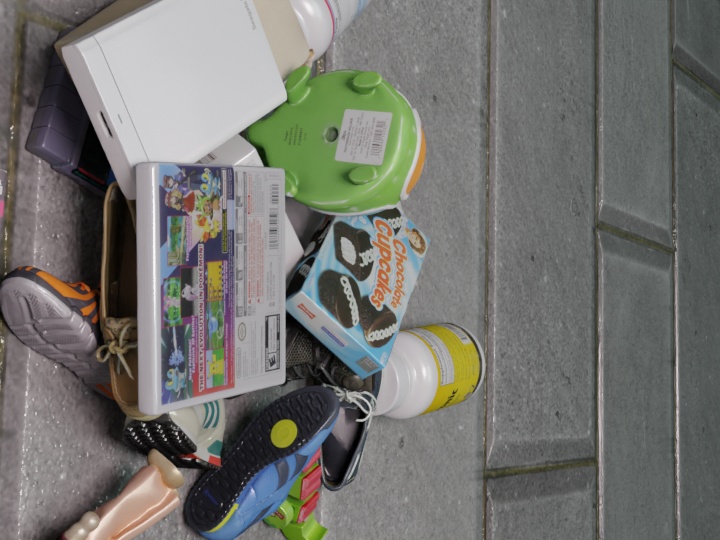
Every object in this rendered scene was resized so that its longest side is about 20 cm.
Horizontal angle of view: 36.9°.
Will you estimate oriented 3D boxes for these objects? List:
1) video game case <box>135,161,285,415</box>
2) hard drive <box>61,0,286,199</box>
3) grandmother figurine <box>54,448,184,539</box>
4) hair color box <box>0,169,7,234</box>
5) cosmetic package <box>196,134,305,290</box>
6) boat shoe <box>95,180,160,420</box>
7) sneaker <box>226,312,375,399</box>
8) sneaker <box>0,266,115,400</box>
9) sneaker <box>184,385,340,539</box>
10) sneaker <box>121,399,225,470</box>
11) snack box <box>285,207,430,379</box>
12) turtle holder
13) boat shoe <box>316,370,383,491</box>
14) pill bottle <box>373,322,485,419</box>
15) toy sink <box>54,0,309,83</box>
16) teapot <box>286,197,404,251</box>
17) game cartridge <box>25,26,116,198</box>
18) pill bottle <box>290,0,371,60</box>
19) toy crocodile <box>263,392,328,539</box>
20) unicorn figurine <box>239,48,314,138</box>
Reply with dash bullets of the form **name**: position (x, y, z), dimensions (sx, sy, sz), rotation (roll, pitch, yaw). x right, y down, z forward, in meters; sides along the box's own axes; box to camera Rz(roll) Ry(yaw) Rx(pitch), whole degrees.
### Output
- **video game case**: position (-0.124, 0.010, 0.925), dimensions (0.182, 0.023, 0.201), rotation (-6, 97, -59)
- **hard drive**: position (-0.149, -0.164, 0.916), dimensions (0.200, 0.027, 0.132), rotation (-44, 123, -43)
- **grandmother figurine**: position (-0.239, 0.239, 0.930), dimensions (0.200, 0.060, 0.121), rotation (-42, 159, -31)
- **hair color box**: position (-0.338, 0.011, 0.833), dimensions (0.100, 0.060, 0.201), rotation (15, 76, -54)
- **cosmetic package**: position (-0.129, -0.034, 1.059), dimensions (0.113, 0.081, 0.200), rotation (-35, 137, -15)
- **boat shoe**: position (-0.193, 0.025, 0.909), dimensions (0.063, 0.073, 0.201), rotation (16, 68, -62)
- **sneaker**: position (-0.057, 0.095, 1.123), dimensions (0.114, 0.199, 0.076), rotation (58, -7, 27)
- **sneaker**: position (-0.242, 0.029, 0.973), dimensions (0.200, 0.077, 0.112), rotation (58, 39, -51)
- **sneaker**: position (-0.091, 0.200, 1.114), dimensions (0.200, 0.066, 0.078), rotation (-46, 142, 1)
- **sneaker**: position (-0.171, 0.129, 1.022), dimensions (0.200, 0.070, 0.094), rotation (74, 20, -69)
- **snack box**: position (0.000, 0.000, 1.097), dimensions (0.116, 0.037, 0.200), rotation (43, 40, -19)
- **turtle holder**: position (-0.023, -0.111, 1.053), dimensions (0.132, 0.185, 0.141), rotation (24, 47, -62)
- **boat shoe**: position (-0.018, 0.156, 1.255), dimensions (0.062, 0.075, 0.201), rotation (-64, 167, -85)
- **pill bottle**: position (0.067, 0.128, 1.374), dimensions (0.200, 0.111, 0.112), rotation (-4, 91, -55)
- **toy sink**: position (-0.162, -0.205, 1.010), dimensions (0.200, 0.112, 0.131), rotation (-51, 127, -39)
- **teapot**: position (-0.015, -0.048, 1.237), dimensions (0.198, 0.146, 0.201), rotation (-51, 129, -44)
- **game cartridge**: position (-0.222, -0.127, 1.040), dimensions (0.200, 0.038, 0.130), rotation (33, 56, -50)
- **pill bottle**: position (-0.064, -0.300, 1.217), dimensions (0.200, 0.108, 0.109), rotation (-54, 130, -42)
- **toy crocodile**: position (-0.069, 0.222, 1.187), dimensions (0.067, 0.062, 0.201), rotation (-39, 138, -51)
- **unicorn figurine**: position (-0.120, -0.203, 1.132), dimensions (0.200, 0.137, 0.074), rotation (55, 33, -11)
